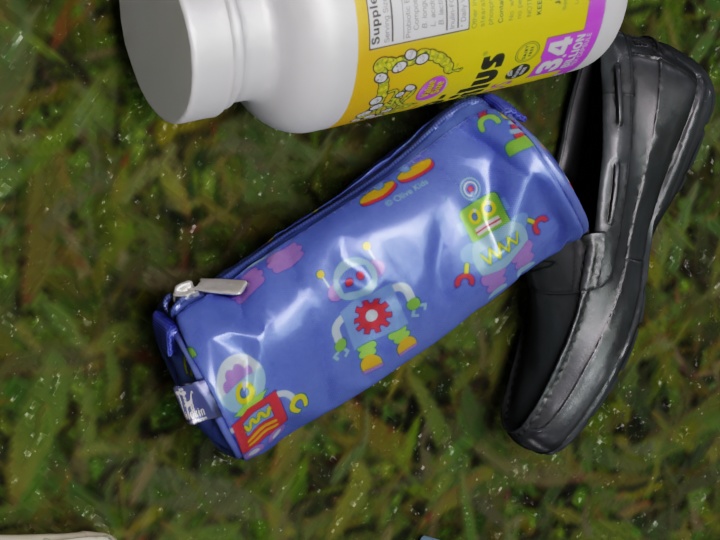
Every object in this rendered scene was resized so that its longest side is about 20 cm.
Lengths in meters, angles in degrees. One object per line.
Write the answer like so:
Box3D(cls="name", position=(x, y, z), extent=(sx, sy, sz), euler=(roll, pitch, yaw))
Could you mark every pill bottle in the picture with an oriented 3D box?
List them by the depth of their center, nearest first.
Box3D(cls="pill bottle", position=(0.005, -0.116, 0.856), extent=(0.199, 0.104, 0.105), euler=(-15, 110, -25))

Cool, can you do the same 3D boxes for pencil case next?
Box3D(cls="pencil case", position=(0.000, 0.000, 0.888), extent=(0.200, 0.078, 0.087), euler=(-34, 125, -10))

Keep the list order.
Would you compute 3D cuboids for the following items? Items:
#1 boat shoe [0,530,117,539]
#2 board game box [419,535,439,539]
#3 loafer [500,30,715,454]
Box3D(cls="boat shoe", position=(-0.185, 0.131, 0.843), extent=(0.199, 0.071, 0.063), euler=(10, 56, -29))
Box3D(cls="board game box", position=(0.098, 0.214, 0.943), extent=(0.105, 0.200, 0.103), euler=(21, 93, -33))
Box3D(cls="loafer", position=(0.101, -0.014, 0.965), extent=(0.070, 0.068, 0.201), euler=(19, 90, -22))
